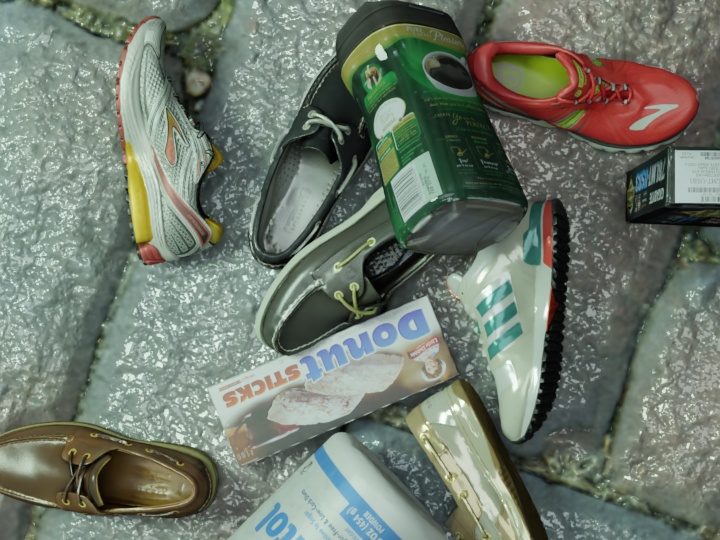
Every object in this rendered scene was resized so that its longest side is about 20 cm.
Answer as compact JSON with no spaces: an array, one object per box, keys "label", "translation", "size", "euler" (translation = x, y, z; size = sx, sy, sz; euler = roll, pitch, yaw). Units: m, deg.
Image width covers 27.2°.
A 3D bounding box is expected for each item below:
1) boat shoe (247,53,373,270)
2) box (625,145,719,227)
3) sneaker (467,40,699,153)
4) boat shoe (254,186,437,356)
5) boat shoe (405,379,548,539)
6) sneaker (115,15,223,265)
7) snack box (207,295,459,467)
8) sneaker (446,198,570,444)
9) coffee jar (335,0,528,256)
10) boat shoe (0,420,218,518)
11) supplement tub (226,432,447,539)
[{"label":"boat shoe","translation":[-0.037,-0.095,1.228],"size":[0.073,0.060,0.201],"euler":[28,89,4]},{"label":"box","translation":[0.316,-0.061,1.147],"size":[0.196,0.200,0.050],"euler":[3,88,1]},{"label":"sneaker","translation":[0.179,-0.144,1.211],"size":[0.198,0.085,0.078],"euler":[9,89,2]},{"label":"boat shoe","translation":[0.000,0.000,1.210],"size":[0.201,0.072,0.061],"euler":[-43,45,-1]},{"label":"boat shoe","translation":[0.099,0.191,1.213],"size":[0.069,0.074,0.201],"euler":[-25,86,12]},{"label":"sneaker","translation":[-0.156,-0.109,1.232],"size":[0.081,0.078,0.202],"euler":[-7,97,-3]},{"label":"snack box","translation":[-0.022,0.092,1.238],"size":[0.199,0.024,0.072],"euler":[-23,86,1]},{"label":"sneaker","translation":[0.117,0.038,1.224],"size":[0.093,0.070,0.202],"euler":[5,90,20]},{"label":"coffee jar","translation":[0.051,-0.115,1.162],"size":[0.085,0.104,0.201],"euler":[-41,55,40]},{"label":"boat shoe","translation":[-0.217,0.164,1.220],"size":[0.198,0.068,0.073],"euler":[6,88,2]},{"label":"supplement tub","translation":[-0.040,0.240,1.181],"size":[0.132,0.132,0.200],"euler":[45,89,3]}]
